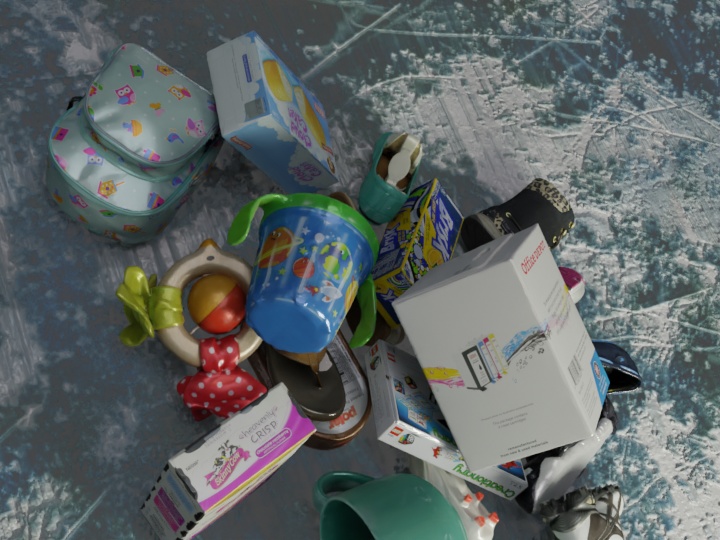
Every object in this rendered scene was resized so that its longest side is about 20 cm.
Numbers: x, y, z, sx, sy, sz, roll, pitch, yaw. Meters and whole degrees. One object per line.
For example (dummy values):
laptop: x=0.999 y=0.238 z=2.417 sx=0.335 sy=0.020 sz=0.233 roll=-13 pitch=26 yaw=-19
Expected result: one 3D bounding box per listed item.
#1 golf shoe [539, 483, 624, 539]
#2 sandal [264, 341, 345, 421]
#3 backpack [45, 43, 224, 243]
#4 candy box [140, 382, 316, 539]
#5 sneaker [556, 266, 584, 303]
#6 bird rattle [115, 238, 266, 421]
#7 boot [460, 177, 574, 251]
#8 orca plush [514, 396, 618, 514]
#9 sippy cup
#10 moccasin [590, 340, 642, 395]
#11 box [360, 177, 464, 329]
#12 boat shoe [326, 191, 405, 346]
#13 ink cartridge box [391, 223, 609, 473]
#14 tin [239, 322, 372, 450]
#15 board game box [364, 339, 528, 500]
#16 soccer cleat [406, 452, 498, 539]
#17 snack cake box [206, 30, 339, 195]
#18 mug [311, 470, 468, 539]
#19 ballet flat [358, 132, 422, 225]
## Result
golf shoe: x=0.259 y=0.294 z=1.119 sx=0.199 sy=0.077 sz=0.095 roll=15 pitch=48 yaw=-59
sandal: x=-0.066 y=0.071 z=1.118 sx=0.081 sy=0.055 sz=0.202 roll=-4 pitch=66 yaw=-22
backpack: x=-0.259 y=-0.142 z=1.140 sx=0.175 sy=0.153 sz=0.201 roll=34 pitch=65 yaw=-8
candy box: x=-0.135 y=0.199 z=0.987 sx=0.136 sy=0.200 sz=0.061 roll=-33 pitch=79 yaw=-30
sneaker: x=0.189 y=0.070 z=1.216 sx=0.199 sy=0.082 sz=0.088 roll=-33 pitch=121 yaw=5
bird rattle: x=-0.167 y=0.058 z=1.080 sx=0.200 sy=0.113 sz=0.163 roll=40 pitch=75 yaw=7
boot: x=0.243 y=-0.018 z=1.311 sx=0.153 sy=0.074 sz=0.204 roll=-33 pitch=81 yaw=-33
orca plush: x=0.232 y=0.211 z=1.196 sx=0.071 sy=0.106 sz=0.200 roll=27 pitch=56 yaw=31
sippy cup: x=-0.059 y=0.011 z=1.057 sx=0.176 sy=0.140 sz=0.131 roll=18 pitch=53 yaw=-1
moccasin: x=0.262 y=0.119 z=1.196 sx=0.198 sy=0.081 sz=0.068 roll=-5 pitch=35 yaw=-30
box: x=0.066 y=-0.024 z=1.204 sx=0.070 sy=0.064 sz=0.201 roll=51 pitch=35 yaw=-21
boat shoe: x=0.000 y=0.000 z=1.220 sx=0.064 sy=0.071 sz=0.202 roll=9 pitch=59 yaw=-55
ink cartridge box: x=0.153 y=0.079 z=1.062 sx=0.201 sy=0.144 sz=0.147 roll=65 pitch=26 yaw=-5
tin: x=-0.063 y=0.110 z=1.154 sx=0.111 sy=0.042 sz=0.201 roll=-25 pitch=76 yaw=-24
board game box: x=0.096 y=0.168 z=1.122 sx=0.199 sy=0.035 sz=0.127 roll=30 pitch=30 yaw=-27
soccer cleat: x=0.081 y=0.233 z=1.133 sx=0.069 sy=0.078 sz=0.201 roll=12 pitch=40 yaw=-47
snack cake box: x=-0.100 y=-0.179 z=1.190 sx=0.067 sy=0.200 sz=0.116 roll=-20 pitch=67 yaw=15
mug: x=0.037 y=0.277 z=1.042 sx=0.114 sy=0.152 sz=0.186 roll=-14 pitch=70 yaw=-29
ballet flat: x=0.049 y=-0.132 z=1.257 sx=0.067 sy=0.070 sz=0.201 roll=34 pitch=37 yaw=-11
